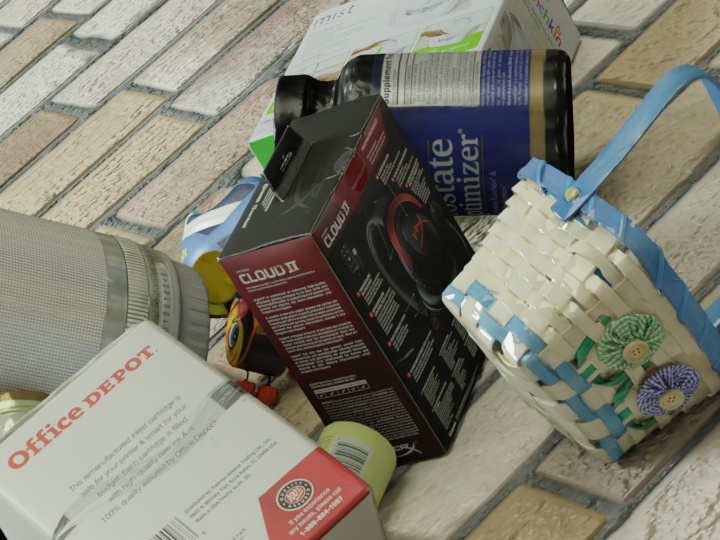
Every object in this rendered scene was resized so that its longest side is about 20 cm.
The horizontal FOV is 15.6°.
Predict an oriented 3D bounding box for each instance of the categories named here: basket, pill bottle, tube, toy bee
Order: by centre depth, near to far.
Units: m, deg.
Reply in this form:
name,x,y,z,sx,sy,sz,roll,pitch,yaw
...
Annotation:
name,x,y,z,sx,sy,sz,roll,pitch,yaw
basket,0.162,0.000,1.512,0.200,0.176,0.139,-50,44,-6
tube,-0.036,0.179,1.557,0.058,0.052,0.201,-50,10,49
pill bottle,0.044,-0.092,1.777,0.198,0.113,0.112,-2,33,7
toy bee,-0.053,0.031,1.782,0.130,0.200,0.109,2,60,-5

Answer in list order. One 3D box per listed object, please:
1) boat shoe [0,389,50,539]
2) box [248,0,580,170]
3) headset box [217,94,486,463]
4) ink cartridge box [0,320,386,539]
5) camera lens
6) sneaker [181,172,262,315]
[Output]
name,x,y,z,sx,sy,sz,roll,pitch,yaw
boat shoe,-0.217,0.161,1.647,0.073,0.201,0.067,-2,47,-4
box,0.041,-0.138,1.948,0.199,0.097,0.177,-17,30,29
headset box,0.000,0.000,1.644,0.075,0.201,0.149,-14,32,31
ink cartridge box,-0.104,0.141,1.518,0.144,0.084,0.200,-40,54,-21
camera lens,-0.215,0.046,1.692,0.160,0.199,0.161,-44,39,52
sneaker,-0.046,-0.043,1.886,0.199,0.074,0.083,-24,52,14
